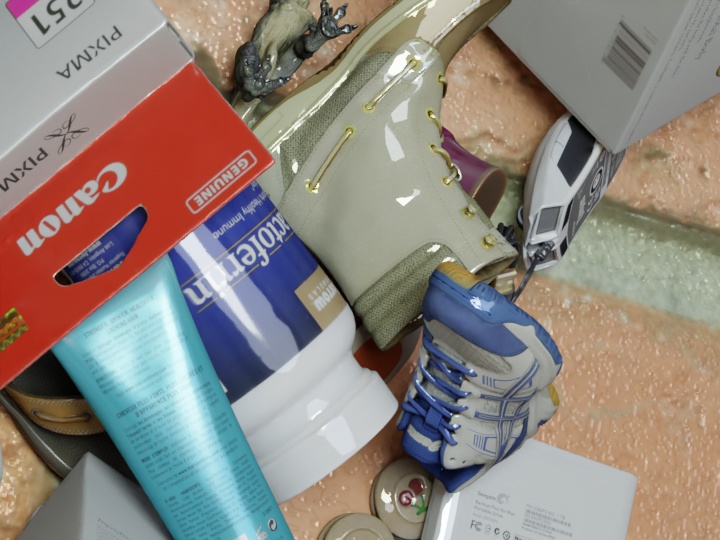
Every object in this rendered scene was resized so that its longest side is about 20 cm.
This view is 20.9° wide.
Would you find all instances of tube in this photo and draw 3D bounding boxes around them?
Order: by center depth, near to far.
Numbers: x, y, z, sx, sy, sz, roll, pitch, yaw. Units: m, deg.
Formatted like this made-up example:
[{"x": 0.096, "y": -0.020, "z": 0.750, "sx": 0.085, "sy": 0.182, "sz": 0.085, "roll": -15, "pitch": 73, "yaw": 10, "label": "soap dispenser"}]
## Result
[{"x": -0.088, "y": 0.094, "z": 1.009, "sx": 0.077, "sy": 0.050, "sz": 0.201, "roll": -30, "pitch": 98, "yaw": -16, "label": "tube"}]

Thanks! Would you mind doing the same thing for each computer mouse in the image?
[{"x": 0.114, "y": -0.039, "z": 1.219, "sx": 0.044, "sy": 0.110, "sz": 0.200, "roll": 23, "pitch": 55, "yaw": 18, "label": "computer mouse"}]

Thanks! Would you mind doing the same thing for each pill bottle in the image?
[{"x": -0.074, "y": 0.023, "z": 1.072, "sx": 0.116, "sy": 0.116, "sz": 0.201, "roll": -40, "pitch": 97, "yaw": -25, "label": "pill bottle"}]

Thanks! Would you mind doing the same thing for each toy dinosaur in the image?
[{"x": -0.054, "y": -0.121, "z": 1.137, "sx": 0.047, "sy": 0.088, "sz": 0.201, "roll": 36, "pitch": 68, "yaw": -19, "label": "toy dinosaur"}]

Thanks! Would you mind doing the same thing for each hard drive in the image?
[{"x": 0.090, "y": 0.203, "z": 1.175, "sx": 0.131, "sy": 0.026, "sz": 0.202, "roll": 20, "pitch": 74, "yaw": -22, "label": "hard drive"}]

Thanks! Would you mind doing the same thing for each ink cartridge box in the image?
[{"x": -0.169, "y": -0.058, "z": 1.003, "sx": 0.200, "sy": 0.044, "sz": 0.174, "roll": -39, "pitch": 57, "yaw": -1, "label": "ink cartridge box"}]

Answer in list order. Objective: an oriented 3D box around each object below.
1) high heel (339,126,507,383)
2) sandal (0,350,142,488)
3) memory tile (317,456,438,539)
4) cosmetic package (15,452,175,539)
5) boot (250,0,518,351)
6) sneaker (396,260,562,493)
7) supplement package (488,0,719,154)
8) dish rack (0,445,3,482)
[{"x": 0.000, "y": 0.000, "z": 1.180, "sx": 0.201, "sy": 0.096, "sz": 0.067, "roll": -53, "pitch": 146, "yaw": -9, "label": "high heel"}, {"x": -0.160, "y": 0.052, "z": 1.076, "sx": 0.082, "sy": 0.054, "sz": 0.200, "roll": -43, "pitch": 102, "yaw": -25, "label": "sandal"}, {"x": 0.045, "y": 0.192, "z": 1.178, "sx": 0.200, "sy": 0.017, "sz": 0.154, "roll": -43, "pitch": 102, "yaw": -25, "label": "memory tile"}, {"x": -0.140, "y": 0.186, "z": 0.975, "sx": 0.074, "sy": 0.200, "sz": 0.102, "roll": 37, "pitch": 104, "yaw": -16, "label": "cosmetic package"}, {"x": 0.043, "y": -0.068, "z": 1.116, "sx": 0.200, "sy": 0.072, "sz": 0.155, "roll": -40, "pitch": 76, "yaw": -4, "label": "boot"}, {"x": 0.059, "y": 0.068, "z": 1.071, "sx": 0.075, "sy": 0.200, "sz": 0.088, "roll": 38, "pitch": 78, "yaw": 26, "label": "sneaker"}, {"x": 0.198, "y": -0.206, "z": 1.205, "sx": 0.199, "sy": 0.152, "sz": 0.151, "roll": -30, "pitch": 67, "yaw": -30, "label": "supplement package"}, {"x": -0.267, "y": 0.051, "z": 0.972, "sx": 0.198, "sy": 0.044, "sz": 0.173, "roll": -8, "pitch": 93, "yaw": 18, "label": "dish rack"}]
